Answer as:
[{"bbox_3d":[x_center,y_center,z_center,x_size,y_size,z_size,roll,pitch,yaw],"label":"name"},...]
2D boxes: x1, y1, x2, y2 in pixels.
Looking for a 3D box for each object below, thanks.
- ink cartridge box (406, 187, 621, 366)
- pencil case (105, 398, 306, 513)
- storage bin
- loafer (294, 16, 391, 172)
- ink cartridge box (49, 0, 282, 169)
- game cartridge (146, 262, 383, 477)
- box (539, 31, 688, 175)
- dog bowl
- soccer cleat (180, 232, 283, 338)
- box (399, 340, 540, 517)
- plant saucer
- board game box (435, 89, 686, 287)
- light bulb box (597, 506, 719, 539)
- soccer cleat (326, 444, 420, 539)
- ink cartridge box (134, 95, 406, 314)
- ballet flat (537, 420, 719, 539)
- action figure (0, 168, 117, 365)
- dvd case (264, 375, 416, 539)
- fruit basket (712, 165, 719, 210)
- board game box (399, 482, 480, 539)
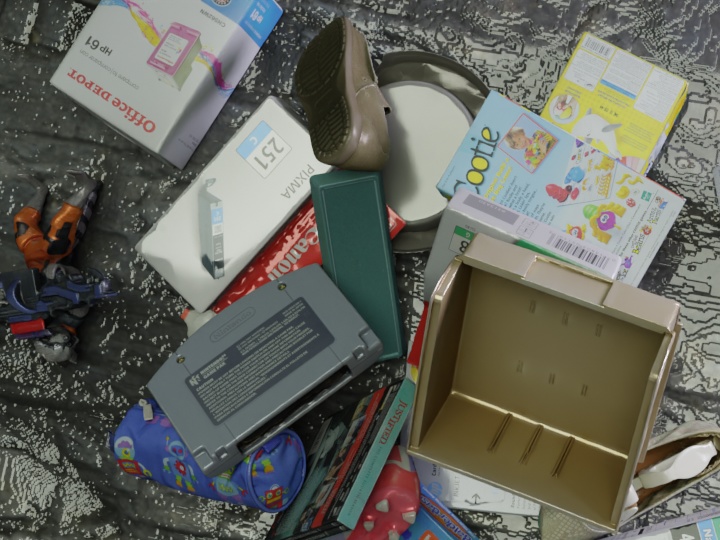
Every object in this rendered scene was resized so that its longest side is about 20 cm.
[{"bbox_3d":[0.128,0.045,1.473,0.160,0.050,0.201,24,122,11],"label":"ink cartridge box"},{"bbox_3d":[-0.147,0.171,1.561,0.199,0.078,0.087,8,125,37],"label":"pencil case"},{"bbox_3d":[0.157,0.094,1.407,0.199,0.200,0.094,20,41,15],"label":"storage bin"},{"bbox_3d":[-0.014,-0.161,1.556,0.076,0.067,0.201,-34,39,29],"label":"loafer"},{"bbox_3d":[-0.196,-0.226,1.665,0.144,0.085,0.201,32,90,14],"label":"ink cartridge box"},{"bbox_3d":[-0.092,0.085,1.513,0.199,0.042,0.133,-35,49,-6],"label":"game cartridge"},{"bbox_3d":[0.220,-0.113,1.582,0.117,0.048,0.201,28,86,13],"label":"box"},{"bbox_3d":[0.049,-0.111,1.611,0.198,0.059,0.202,-2,80,12],"label":"dog bowl"},{"bbox_3d":[-0.098,-0.001,1.624,0.077,0.069,0.201,35,95,7],"label":"soccer cleat"},{"bbox_3d":[0.138,0.152,1.561,0.198,0.041,0.157,3,83,11],"label":"box"},{"bbox_3d":[0.000,0.000,1.563,0.069,0.019,0.202,-11,112,-6],"label":"plant saucer"},{"bbox_3d":[0.182,-0.066,1.501,0.199,0.103,0.105,31,91,6],"label":"board game box"},{"bbox_3d":[0.277,0.282,1.431,0.198,0.198,0.126,-16,80,10],"label":"light bulb box"},{"bbox_3d":[-0.010,0.239,1.501,0.066,0.077,0.200,27,127,-18],"label":"soccer cleat"},{"bbox_3d":[-0.086,-0.034,1.566,0.176,0.045,0.200,43,98,4],"label":"ink cartridge box"},{"bbox_3d":[0.250,0.189,1.490,0.199,0.062,0.068,-28,93,-13],"label":"ballet flat"},{"bbox_3d":[-0.291,-0.001,1.644,0.199,0.104,0.195,2,86,37],"label":"action figure"},{"bbox_3d":[-0.020,0.181,1.495,0.022,0.200,0.147,33,64,-12],"label":"dvd case"},{"bbox_3d":[0.440,-0.028,1.516,0.199,0.094,0.187,-15,78,25],"label":"fruit basket"},{"bbox_3d":[0.035,0.282,1.537,0.200,0.045,0.152,42,111,14],"label":"board game box"}]
